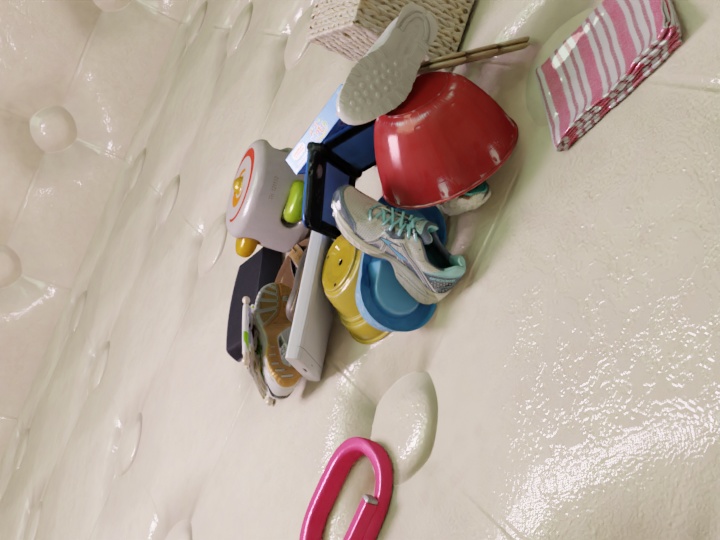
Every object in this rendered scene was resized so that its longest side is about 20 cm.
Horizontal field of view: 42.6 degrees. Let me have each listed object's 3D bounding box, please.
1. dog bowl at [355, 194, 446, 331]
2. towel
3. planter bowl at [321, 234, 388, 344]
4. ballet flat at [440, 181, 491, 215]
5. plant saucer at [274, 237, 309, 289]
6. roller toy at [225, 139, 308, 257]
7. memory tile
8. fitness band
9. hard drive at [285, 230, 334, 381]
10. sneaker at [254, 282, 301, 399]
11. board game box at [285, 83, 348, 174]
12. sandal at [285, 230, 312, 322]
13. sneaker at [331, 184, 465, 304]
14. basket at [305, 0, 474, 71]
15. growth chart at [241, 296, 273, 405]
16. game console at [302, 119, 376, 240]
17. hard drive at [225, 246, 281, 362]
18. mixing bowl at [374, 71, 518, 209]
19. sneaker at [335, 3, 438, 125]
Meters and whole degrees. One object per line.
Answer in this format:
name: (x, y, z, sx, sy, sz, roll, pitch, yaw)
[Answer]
dog bowl: (0.050, -0.009, 1.247, 0.050, 0.111, 0.202, 140, 143, -63)
towel: (0.280, -0.253, 1.080, 0.200, 0.030, 0.147, -45, 35, 38)
planter bowl: (0.000, 0.000, 1.351, 0.200, 0.083, 0.202, -41, 39, 43)
ballet flat: (0.122, -0.113, 1.248, 0.072, 0.071, 0.200, -60, 27, 16)
plant saucer: (-0.103, 0.029, 1.577, 0.200, 0.029, 0.201, -41, 38, 41)
roller toy: (-0.164, -0.134, 1.658, 0.200, 0.139, 0.184, 128, 151, -45)
memory tile: (0.125, -0.288, 1.272, 0.200, 0.152, 0.017, 11, 116, 65)
fitness band: (-0.024, 0.319, 1.223, 0.201, 0.037, 0.144, -64, 27, 6)
hard drive: (-0.067, 0.055, 1.409, 0.132, 0.026, 0.202, 60, -142, -66)
sneaker: (-0.139, 0.115, 1.489, 0.088, 0.075, 0.201, 110, 160, -49)
board game box: (-0.005, -0.214, 1.404, 0.037, 0.199, 0.151, 51, 121, 18)
sandal: (-0.091, -0.002, 1.455, 0.082, 0.054, 0.201, 77, -156, -50)
sneaker: (0.054, -0.049, 1.177, 0.086, 0.200, 0.078, -39, 15, 47)
basket: (0.045, -0.410, 1.434, 0.198, 0.199, 0.162, 12, 84, 63)
growth chart: (-0.169, 0.130, 1.514, 0.200, 0.018, 0.146, 76, -172, -58)
game console: (0.004, -0.134, 1.345, 0.117, 0.200, 0.172, 3, 86, 17)
hard drive: (-0.200, 0.058, 1.715, 0.135, 0.042, 0.201, -33, 44, 49)
mixing bowl: (0.093, -0.185, 1.193, 0.199, 0.109, 0.201, -23, 32, 15)
sneaker: (0.028, -0.253, 1.190, 0.200, 0.076, 0.080, -53, 14, -26)
